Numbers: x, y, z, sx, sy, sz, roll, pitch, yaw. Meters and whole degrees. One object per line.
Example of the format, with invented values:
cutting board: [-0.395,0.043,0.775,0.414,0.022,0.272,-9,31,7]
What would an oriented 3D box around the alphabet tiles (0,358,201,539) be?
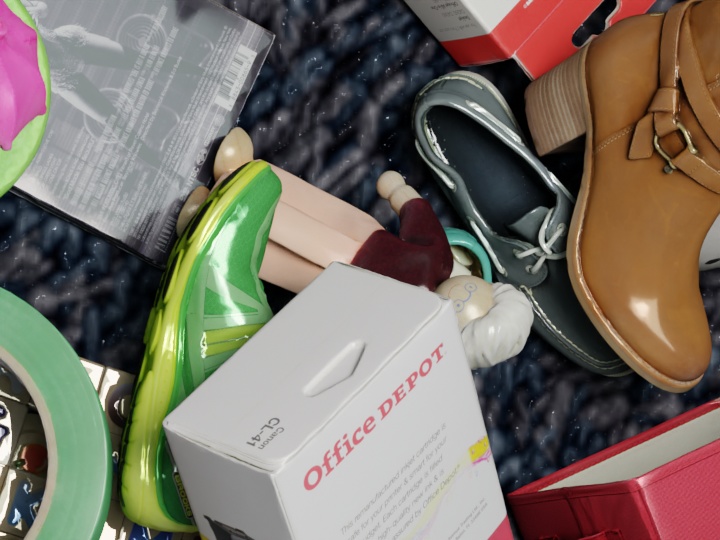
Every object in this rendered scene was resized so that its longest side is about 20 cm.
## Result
alphabet tiles: [-0.129,0.140,1.587,0.200,0.008,0.168,19,79,-11]

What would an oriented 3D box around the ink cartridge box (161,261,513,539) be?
ink cartridge box: [-0.005,0.119,1.535,0.148,0.085,0.200,-44,134,-32]

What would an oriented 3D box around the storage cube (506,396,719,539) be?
storage cube: [0.214,0.170,1.651,0.200,0.171,0.180,-23,92,-22]

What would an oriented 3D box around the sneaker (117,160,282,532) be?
sneaker: [-0.071,0.042,1.571,0.083,0.074,0.201,15,83,-10]

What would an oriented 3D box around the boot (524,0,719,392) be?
boot: [0.184,-0.046,1.615,0.077,0.155,0.201,-8,78,-48]

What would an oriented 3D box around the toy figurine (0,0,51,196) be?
toy figurine: [-0.228,-0.077,1.505,0.150,0.184,0.200,32,82,-13]

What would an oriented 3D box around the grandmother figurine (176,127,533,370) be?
grandmother figurine: [0.000,0.000,1.611,0.200,0.061,0.122,24,80,18]

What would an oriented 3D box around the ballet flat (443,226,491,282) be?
ballet flat: [0.014,0.060,1.647,0.067,0.070,0.200,31,73,-14]

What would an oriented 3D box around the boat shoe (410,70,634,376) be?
boat shoe: [0.092,-0.021,1.679,0.073,0.062,0.200,-34,89,16]

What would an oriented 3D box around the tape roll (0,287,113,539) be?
tape roll: [-0.227,0.101,1.534,0.200,0.048,0.201,0,79,-1]

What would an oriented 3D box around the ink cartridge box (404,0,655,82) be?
ink cartridge box: [0.070,-0.198,1.699,0.116,0.067,0.200,-47,109,-19]

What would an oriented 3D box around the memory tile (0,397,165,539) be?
memory tile: [-0.110,0.157,1.610,0.153,0.017,0.201,-17,88,-16]

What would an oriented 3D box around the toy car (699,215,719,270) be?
toy car: [0.222,-0.047,1.713,0.200,0.184,0.177,-37,97,8]

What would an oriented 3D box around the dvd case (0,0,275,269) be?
dvd case: [-0.163,-0.110,1.637,0.200,0.016,0.149,28,75,-15]
